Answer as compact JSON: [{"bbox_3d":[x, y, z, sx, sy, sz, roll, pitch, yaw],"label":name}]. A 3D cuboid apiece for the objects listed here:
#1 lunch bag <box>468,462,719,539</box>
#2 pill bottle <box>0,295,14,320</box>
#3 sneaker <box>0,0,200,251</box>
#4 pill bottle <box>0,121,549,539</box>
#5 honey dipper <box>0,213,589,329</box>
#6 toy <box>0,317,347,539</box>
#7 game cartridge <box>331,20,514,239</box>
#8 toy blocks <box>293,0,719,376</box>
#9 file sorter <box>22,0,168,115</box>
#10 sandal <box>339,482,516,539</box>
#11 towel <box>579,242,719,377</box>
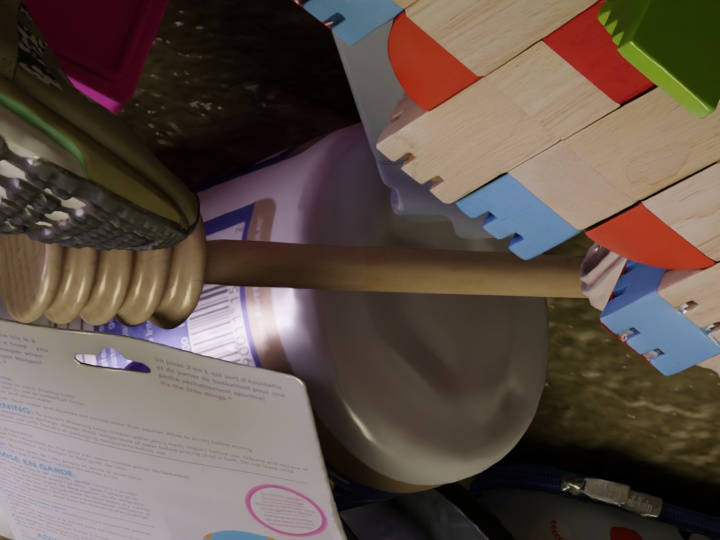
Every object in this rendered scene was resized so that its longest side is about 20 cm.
[{"bbox_3d":[0.097,0.147,1.085,0.159,0.076,0.200,15,147,13],"label":"lunch bag"},{"bbox_3d":[-0.198,-0.014,0.946,0.199,0.112,0.112,-13,137,39],"label":"pill bottle"},{"bbox_3d":[-0.101,-0.083,0.639,0.200,0.089,0.077,41,161,-16],"label":"sneaker"},{"bbox_3d":[-0.046,0.030,0.940,0.199,0.111,0.111,-18,134,43],"label":"pill bottle"},{"bbox_3d":[0.000,0.000,0.809,0.199,0.038,0.038,3,155,-27],"label":"honey dipper"},{"bbox_3d":[-0.046,0.070,0.858,0.114,0.047,0.201,9,140,19],"label":"toy"},{"bbox_3d":[0.056,-0.081,0.778,0.132,0.041,0.200,0,145,14],"label":"game cartridge"},{"bbox_3d":[0.061,-0.052,0.712,0.200,0.100,0.137,38,147,-16],"label":"toy blocks"},{"bbox_3d":[-0.146,-0.117,0.746,0.199,0.140,0.125,27,150,-14],"label":"file sorter"},{"bbox_3d":[-0.030,0.093,1.024,0.200,0.048,0.076,18,125,32],"label":"sandal"},{"bbox_3d":[0.186,-0.002,0.778,0.199,0.032,0.191,30,135,-9],"label":"towel"}]
